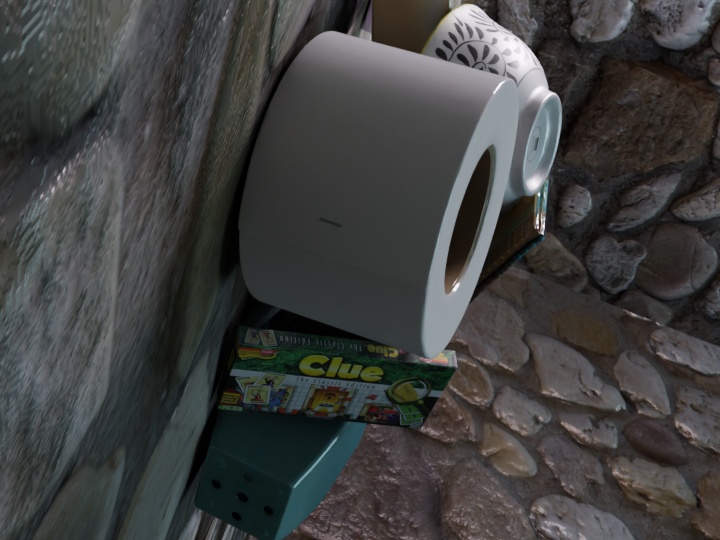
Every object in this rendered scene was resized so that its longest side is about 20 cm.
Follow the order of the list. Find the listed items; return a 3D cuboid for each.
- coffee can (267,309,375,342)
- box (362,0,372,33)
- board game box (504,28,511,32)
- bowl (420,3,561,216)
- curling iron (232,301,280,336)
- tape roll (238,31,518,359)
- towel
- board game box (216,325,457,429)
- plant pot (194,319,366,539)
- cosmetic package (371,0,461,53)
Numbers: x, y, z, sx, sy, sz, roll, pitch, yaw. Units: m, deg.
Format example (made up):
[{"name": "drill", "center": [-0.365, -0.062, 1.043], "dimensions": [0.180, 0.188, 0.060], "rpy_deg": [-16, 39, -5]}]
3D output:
[{"name": "coffee can", "center": [0.000, 0.000, 1.036], "dimensions": [0.147, 0.144, 0.202], "rpy_deg": [109, -5, -53]}, {"name": "box", "center": [0.050, -0.320, 1.020], "dimensions": [0.042, 0.038, 0.202], "rpy_deg": [-69, 179, -59]}, {"name": "board game box", "center": [0.110, -0.272, 1.551], "dimensions": [0.097, 0.157, 0.203], "rpy_deg": [27, 83, -88]}, {"name": "bowl", "center": [0.115, -0.119, 0.915], "dimensions": [0.201, 0.093, 0.203], "rpy_deg": [-44, 142, -48]}, {"name": "curling iron", "center": [-0.032, -0.006, 0.932], "dimensions": [0.199, 0.026, 0.050], "rpy_deg": [-36, -145, -8]}, {"name": "tape roll", "center": [0.017, -0.054, 0.760], "dimensions": [0.202, 0.137, 0.205], "rpy_deg": [18, 90, -74]}, {"name": "towel", "center": [0.120, -0.032, 0.985], "dimensions": [0.147, 0.022, 0.201], "rpy_deg": [-44, -168, 27]}, {"name": "board game box", "center": [-0.023, 0.098, 0.955], "dimensions": [0.105, 0.197, 0.024], "rpy_deg": [112, -21, -44]}, {"name": "plant pot", "center": [-0.078, 0.161, 1.071], "dimensions": [0.200, 0.140, 0.143], "rpy_deg": [-57, 169, -54]}, {"name": "cosmetic package", "center": [0.050, -0.208, 0.948], "dimensions": [0.106, 0.070, 0.203], "rpy_deg": [-69, 163, -59]}]
